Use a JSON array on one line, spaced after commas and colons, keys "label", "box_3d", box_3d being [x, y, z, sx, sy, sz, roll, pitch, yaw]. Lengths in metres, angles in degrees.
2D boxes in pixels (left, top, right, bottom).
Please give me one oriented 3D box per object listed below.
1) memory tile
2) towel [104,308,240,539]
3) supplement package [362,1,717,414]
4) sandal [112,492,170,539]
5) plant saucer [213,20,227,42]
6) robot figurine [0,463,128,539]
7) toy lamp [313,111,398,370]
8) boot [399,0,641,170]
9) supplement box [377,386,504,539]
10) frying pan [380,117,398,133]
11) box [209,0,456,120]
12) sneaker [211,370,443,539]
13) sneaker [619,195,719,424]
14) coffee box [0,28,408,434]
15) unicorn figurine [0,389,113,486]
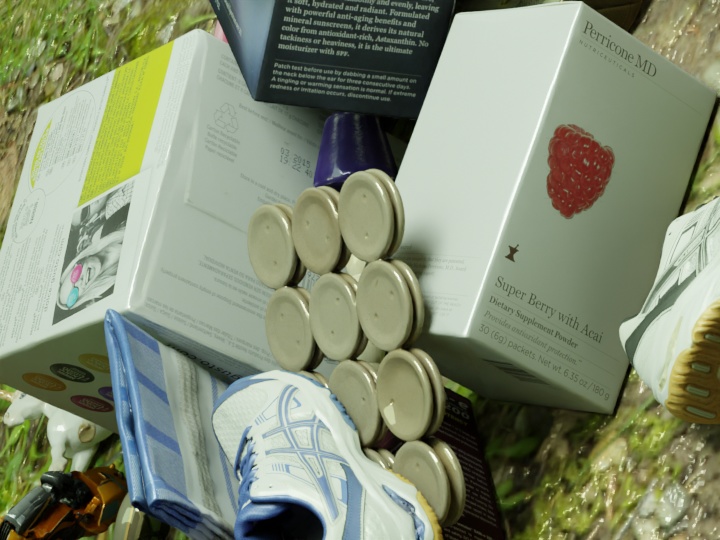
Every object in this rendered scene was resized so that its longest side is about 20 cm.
[{"label": "memory tile", "box_3d": [-0.004, 0.050, 1.253, 0.153, 0.017, 0.202, -18, 82, 55]}, {"label": "towel", "box_3d": [-0.076, 0.118, 1.327, 0.024, 0.200, 0.148, -32, 47, 20]}, {"label": "supplement package", "box_3d": [0.098, -0.036, 1.275, 0.119, 0.121, 0.202, 3, 70, 55]}, {"label": "sandal", "box_3d": [-0.176, 0.221, 1.486, 0.080, 0.054, 0.202, -45, -25, -65]}, {"label": "plant saucer", "box_3d": [-0.032, -0.197, 1.647, 0.200, 0.051, 0.202, -35, 41, 36]}, {"label": "robot figurine", "box_3d": [-0.216, 0.194, 1.509, 0.146, 0.058, 0.200, -56, -9, 13]}, {"label": "toy lamp", "box_3d": [0.000, 0.000, 1.395, 0.058, 0.058, 0.202, -17, 70, 48]}, {"label": "boot", "box_3d": [0.079, -0.141, 1.428, 0.200, 0.072, 0.155, -51, 34, 10]}, {"label": "supplement box", "box_3d": [0.027, 0.168, 1.283, 0.109, 0.061, 0.201, -43, 38, 28]}, {"label": "frying pan", "box_3d": [0.028, -0.171, 1.501, 0.115, 0.031, 0.191, -91, 17, -59]}, {"label": "box", "box_3d": [-0.014, -0.227, 1.373, 0.200, 0.122, 0.200, -117, 36, -59]}, {"label": "sneaker", "box_3d": [-0.040, 0.118, 1.229, 0.200, 0.088, 0.076, 36, 127, 48]}, {"label": "sneaker", "box_3d": [0.199, -0.023, 1.163, 0.201, 0.075, 0.088, -57, 33, 7]}, {"label": "coffee box", "box_3d": [-0.108, -0.007, 1.473, 0.197, 0.199, 0.202, -19, 53, 47]}, {"label": "unicorn figurine", "box_3d": [-0.209, 0.109, 1.666, 0.199, 0.074, 0.138, -28, 34, 22]}]
